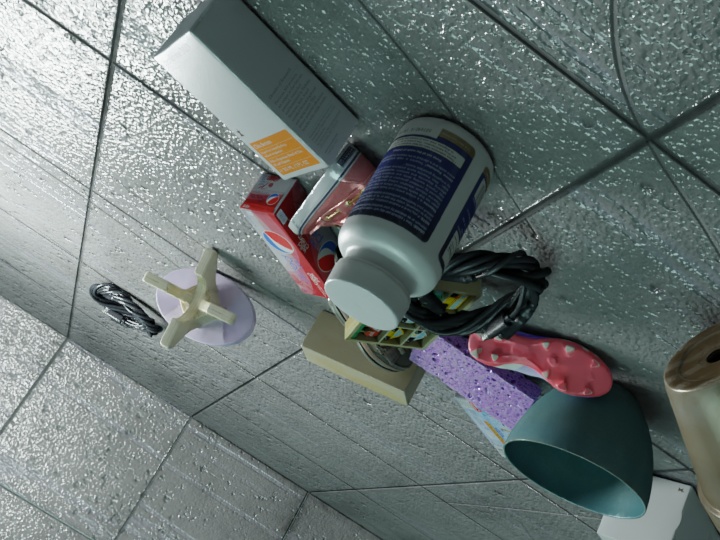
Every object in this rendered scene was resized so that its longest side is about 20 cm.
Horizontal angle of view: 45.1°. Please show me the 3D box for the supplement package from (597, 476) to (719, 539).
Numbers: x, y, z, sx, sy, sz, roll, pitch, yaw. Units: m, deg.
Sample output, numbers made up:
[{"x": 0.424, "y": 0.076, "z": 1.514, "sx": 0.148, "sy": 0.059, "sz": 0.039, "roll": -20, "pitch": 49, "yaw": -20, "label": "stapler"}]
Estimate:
[{"x": 0.481, "y": 0.425, "z": 1.389, "sx": 0.119, "sy": 0.122, "sz": 0.200, "roll": 9, "pitch": 148, "yaw": 42, "label": "supplement package"}]

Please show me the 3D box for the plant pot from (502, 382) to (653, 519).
[{"x": 0.310, "y": 0.224, "z": 1.175, "sx": 0.199, "sy": 0.136, "sz": 0.201, "roll": 25, "pitch": 157, "yaw": 12, "label": "plant pot"}]

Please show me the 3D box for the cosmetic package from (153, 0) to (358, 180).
[{"x": -0.110, "y": -0.193, "z": 0.927, "sx": 0.200, "sy": 0.072, "sz": 0.101, "roll": 42, "pitch": 155, "yaw": -24, "label": "cosmetic package"}]

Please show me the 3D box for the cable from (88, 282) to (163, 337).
[{"x": -0.561, "y": 0.093, "z": 2.095, "sx": 0.199, "sy": 0.051, "sz": 0.164, "roll": 28, "pitch": 152, "yaw": 14, "label": "cable"}]

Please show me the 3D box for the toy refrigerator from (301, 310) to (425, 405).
[{"x": 0.006, "y": 0.148, "z": 1.469, "sx": 0.198, "sy": 0.076, "sz": 0.070, "roll": 22, "pitch": 156, "yaw": 20, "label": "toy refrigerator"}]

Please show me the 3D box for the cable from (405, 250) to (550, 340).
[{"x": 0.131, "y": 0.020, "z": 1.014, "sx": 0.161, "sy": 0.051, "sz": 0.200, "roll": 16, "pitch": 151, "yaw": -7, "label": "cable"}]

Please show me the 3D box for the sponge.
[{"x": 0.168, "y": 0.154, "z": 1.294, "sx": 0.199, "sy": 0.030, "sz": 0.112, "roll": 34, "pitch": 149, "yaw": 14, "label": "sponge"}]

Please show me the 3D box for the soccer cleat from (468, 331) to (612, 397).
[{"x": 0.240, "y": 0.116, "z": 1.157, "sx": 0.198, "sy": 0.067, "sz": 0.076, "roll": 14, "pitch": -176, "yaw": 23, "label": "soccer cleat"}]

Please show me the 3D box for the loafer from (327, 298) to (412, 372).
[{"x": 0.028, "y": 0.090, "z": 1.341, "sx": 0.062, "sy": 0.072, "sz": 0.200, "roll": -7, "pitch": 134, "yaw": 45, "label": "loafer"}]

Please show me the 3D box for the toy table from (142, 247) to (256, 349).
[{"x": -0.291, "y": 0.058, "z": 1.542, "sx": 0.198, "sy": 0.186, "sz": 0.117, "roll": 12, "pitch": 169, "yaw": 12, "label": "toy table"}]

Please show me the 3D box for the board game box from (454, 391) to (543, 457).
[{"x": 0.279, "y": 0.261, "z": 1.405, "sx": 0.198, "sy": 0.041, "sz": 0.200, "roll": 8, "pitch": 147, "yaw": 43, "label": "board game box"}]

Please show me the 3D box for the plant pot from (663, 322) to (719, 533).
[{"x": 0.405, "y": 0.149, "z": 0.877, "sx": 0.174, "sy": 0.200, "sz": 0.200, "roll": 53, "pitch": 153, "yaw": -10, "label": "plant pot"}]

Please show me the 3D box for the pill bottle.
[{"x": 0.046, "y": -0.045, "z": 0.869, "sx": 0.110, "sy": 0.201, "sz": 0.111, "roll": 25, "pitch": 156, "yaw": 12, "label": "pill bottle"}]

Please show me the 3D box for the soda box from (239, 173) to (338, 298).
[{"x": -0.084, "y": -0.043, "z": 1.208, "sx": 0.069, "sy": 0.064, "sz": 0.201, "roll": 12, "pitch": 150, "yaw": 36, "label": "soda box"}]

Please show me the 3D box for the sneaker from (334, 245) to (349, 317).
[{"x": 0.000, "y": 0.000, "z": 1.192, "sx": 0.090, "sy": 0.067, "sz": 0.200, "roll": 36, "pitch": 150, "yaw": 0, "label": "sneaker"}]

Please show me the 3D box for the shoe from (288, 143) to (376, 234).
[{"x": -0.020, "y": -0.073, "z": 1.058, "sx": 0.091, "sy": 0.072, "sz": 0.200, "roll": 38, "pitch": 152, "yaw": -4, "label": "shoe"}]

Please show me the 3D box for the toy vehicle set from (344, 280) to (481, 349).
[{"x": 0.065, "y": 0.053, "z": 1.165, "sx": 0.123, "sy": 0.027, "sz": 0.200, "roll": 8, "pitch": 153, "yaw": -16, "label": "toy vehicle set"}]
